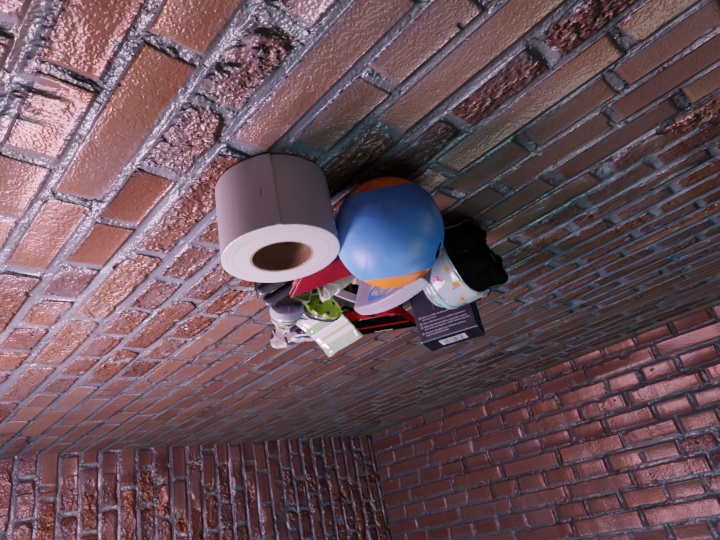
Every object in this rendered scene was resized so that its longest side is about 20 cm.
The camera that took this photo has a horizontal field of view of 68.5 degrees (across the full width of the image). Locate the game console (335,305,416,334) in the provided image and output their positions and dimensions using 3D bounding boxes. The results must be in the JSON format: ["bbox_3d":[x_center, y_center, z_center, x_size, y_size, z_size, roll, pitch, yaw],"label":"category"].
[{"bbox_3d":[0.035,0.134,1.400,0.199,0.031,0.177,-11,161,21],"label":"game console"}]

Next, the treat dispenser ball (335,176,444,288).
[{"bbox_3d":[0.052,-0.069,0.963,0.200,0.202,0.201,-10,155,-5],"label":"treat dispenser ball"}]

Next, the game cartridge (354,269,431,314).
[{"bbox_3d":[0.066,0.017,1.096,0.040,0.134,0.200,32,138,-29],"label":"game cartridge"}]

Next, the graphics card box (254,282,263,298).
[{"bbox_3d":[-0.144,0.006,1.205,0.199,0.051,0.126,-9,155,-9],"label":"graphics card box"}]

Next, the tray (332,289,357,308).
[{"bbox_3d":[-0.042,0.068,1.313,0.107,0.022,0.200,20,172,-8],"label":"tray"}]

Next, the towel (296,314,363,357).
[{"bbox_3d":[-0.108,0.127,1.352,0.200,0.023,0.152,46,133,-8],"label":"towel"}]

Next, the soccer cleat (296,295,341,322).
[{"bbox_3d":[-0.127,0.090,1.281,0.199,0.068,0.081,15,143,28],"label":"soccer cleat"}]

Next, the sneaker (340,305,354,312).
[{"bbox_3d":[0.029,0.130,1.513,0.199,0.074,0.084,1,148,-28],"label":"sneaker"}]

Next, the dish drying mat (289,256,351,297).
[{"bbox_3d":[-0.060,0.000,1.093,0.200,0.018,0.077,-20,152,-43],"label":"dish drying mat"}]

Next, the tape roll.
[{"bbox_3d":[-0.145,-0.083,0.916,0.202,0.140,0.203,-10,156,-5],"label":"tape roll"}]

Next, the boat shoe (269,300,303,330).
[{"bbox_3d":[-0.162,0.100,1.158,0.072,0.062,0.200,4,-176,-8],"label":"boat shoe"}]

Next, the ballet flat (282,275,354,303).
[{"bbox_3d":[-0.103,0.041,1.160,0.199,0.070,0.070,-3,153,-19],"label":"ballet flat"}]

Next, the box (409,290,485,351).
[{"bbox_3d":[0.212,0.083,1.352,0.148,0.201,0.107,-19,155,16],"label":"box"}]

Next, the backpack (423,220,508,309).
[{"bbox_3d":[0.205,-0.007,1.152,0.153,0.176,0.200,-31,172,30],"label":"backpack"}]

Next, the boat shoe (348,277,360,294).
[{"bbox_3d":[0.000,0.000,1.241,0.071,0.065,0.200,-10,155,-5],"label":"boat shoe"}]

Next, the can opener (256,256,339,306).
[{"bbox_3d":[-0.123,0.003,1.104,0.200,0.053,0.066,-35,-160,-14],"label":"can opener"}]

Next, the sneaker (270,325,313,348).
[{"bbox_3d":[-0.155,0.181,1.526,0.199,0.080,0.129,-37,138,23],"label":"sneaker"}]
